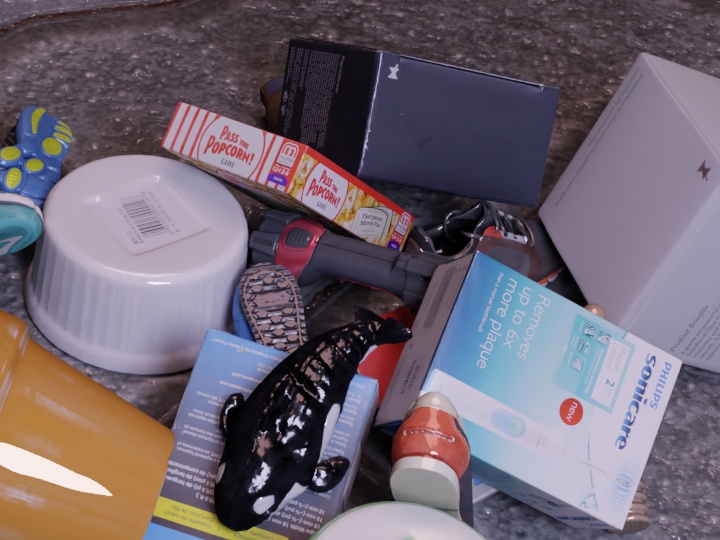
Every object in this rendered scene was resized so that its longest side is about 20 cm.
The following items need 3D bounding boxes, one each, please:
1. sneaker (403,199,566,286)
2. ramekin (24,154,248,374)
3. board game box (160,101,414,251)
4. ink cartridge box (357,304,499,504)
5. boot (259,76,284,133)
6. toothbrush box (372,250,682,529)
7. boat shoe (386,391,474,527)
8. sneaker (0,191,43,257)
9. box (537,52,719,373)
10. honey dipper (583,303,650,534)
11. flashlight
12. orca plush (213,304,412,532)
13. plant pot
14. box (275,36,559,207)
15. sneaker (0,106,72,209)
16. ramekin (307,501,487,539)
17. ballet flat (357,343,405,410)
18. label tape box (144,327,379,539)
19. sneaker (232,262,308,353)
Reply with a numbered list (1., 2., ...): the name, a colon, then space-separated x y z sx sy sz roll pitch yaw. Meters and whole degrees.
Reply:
1. sneaker: 0.126 -0.026 1.608 0.198 0.083 0.077 -15 46 -30
2. ramekin: -0.190 -0.013 1.492 0.198 0.098 0.202 8 39 -7
3. board game box: -0.062 -0.079 1.532 0.150 0.047 0.200 22 -4 33
4. ink cartridge box: 0.102 0.091 1.436 0.199 0.045 0.177 -23 78 -36
5. boot: -0.007 -0.171 1.754 0.198 0.075 0.097 -10 47 -23
6. toothbrush box: 0.132 0.098 1.344 0.199 0.085 0.148 28 75 -16
7. boat shoe: 0.051 0.162 1.265 0.070 0.201 0.063 5 58 6
8. sneaker: -0.352 0.000 1.424 0.198 0.078 0.080 -25 52 3
9. box: 0.304 -0.049 1.564 0.170 0.200 0.201 13 33 -30
10. honey dipper: 0.208 0.119 1.434 0.037 0.038 0.202 1 63 -15
11. flashlight: 0.000 0.000 1.457 0.198 0.069 0.068 16 24 29
12. orca plush: -0.039 0.103 1.269 0.199 0.071 0.105 -38 76 -14
13. plant pot: -0.238 0.144 1.226 0.181 0.201 0.201 21 38 -8
14. box: 0.048 -0.141 1.607 0.195 0.119 0.200 8 6 -27
15. sneaker: -0.311 -0.078 1.545 0.070 0.083 0.200 29 25 -10
16. ramekin: 0.024 0.260 1.188 0.197 0.098 0.202 9 52 -11
17. ballet flat: 0.046 0.081 1.478 0.199 0.068 0.075 -28 69 -42
18. label tape box: -0.082 0.164 1.319 0.143 0.063 0.202 17 71 5
19. sneaker: -0.071 0.096 1.429 0.065 0.079 0.202 -2 61 -10
